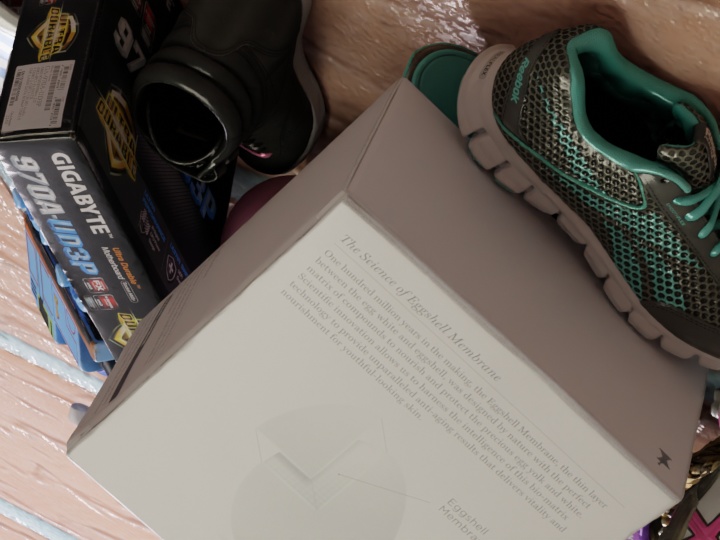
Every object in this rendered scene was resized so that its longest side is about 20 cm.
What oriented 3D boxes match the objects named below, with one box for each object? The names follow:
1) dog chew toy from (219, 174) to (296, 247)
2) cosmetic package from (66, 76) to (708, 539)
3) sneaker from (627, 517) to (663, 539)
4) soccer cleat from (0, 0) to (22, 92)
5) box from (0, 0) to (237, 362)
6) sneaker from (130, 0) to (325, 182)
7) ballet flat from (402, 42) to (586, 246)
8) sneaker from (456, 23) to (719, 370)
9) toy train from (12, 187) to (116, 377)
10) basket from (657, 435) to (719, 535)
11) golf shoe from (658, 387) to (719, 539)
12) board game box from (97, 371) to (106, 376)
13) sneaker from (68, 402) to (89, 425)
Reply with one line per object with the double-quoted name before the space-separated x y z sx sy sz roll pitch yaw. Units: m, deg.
"dog chew toy" 0.000 0.000 1.314 0.200 0.125 0.125 16 151 50
"cosmetic package" 0.015 0.060 1.165 0.199 0.123 0.200 43 122 -11
"sneaker" 0.090 0.105 1.304 0.114 0.200 0.073 30 121 56
"soccer cleat" -0.164 -0.118 1.386 0.086 0.070 0.200 15 149 44
"box" -0.119 -0.067 1.302 0.046 0.159 0.200 -3 143 16
"sneaker" -0.071 -0.079 1.287 0.071 0.099 0.200 29 158 12
"ballet flat" 0.086 -0.026 1.213 0.200 0.067 0.070 43 172 -9
"sneaker" 0.134 -0.031 1.121 0.200 0.078 0.091 39 153 -10
"toy train" -0.141 0.002 1.478 0.200 0.086 0.115 -128 31 -57
"basket" 0.263 0.138 1.273 0.200 0.149 0.143 20 119 35
"golf shoe" 0.191 0.117 1.165 0.092 0.201 0.073 19 179 39
"board game box" -0.059 0.056 1.552 0.134 0.045 0.200 24 163 -22
"sneaker" -0.080 0.113 1.559 0.199 0.075 0.115 21 172 -27
